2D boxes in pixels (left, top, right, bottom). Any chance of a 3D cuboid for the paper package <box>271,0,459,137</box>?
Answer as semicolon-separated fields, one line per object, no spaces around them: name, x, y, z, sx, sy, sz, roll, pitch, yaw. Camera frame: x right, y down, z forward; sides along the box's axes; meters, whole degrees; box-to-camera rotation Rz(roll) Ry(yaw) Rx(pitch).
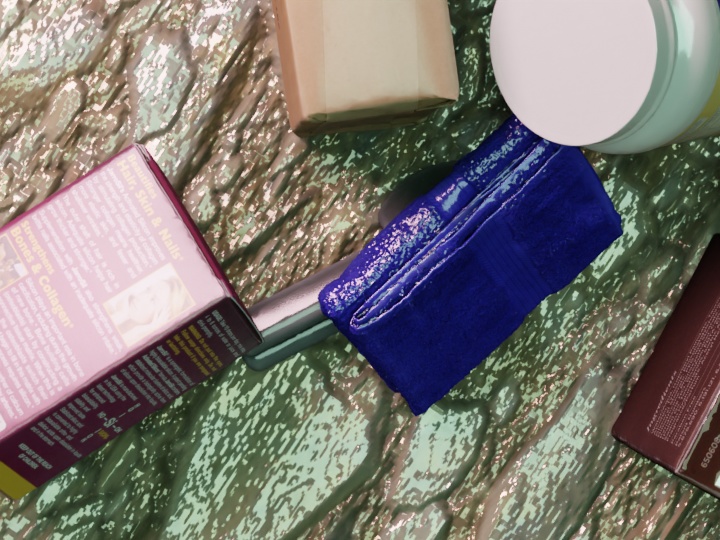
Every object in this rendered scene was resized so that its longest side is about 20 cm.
paper package;-0.006;-0.192;1.276;0.103;0.191;0.201;-8;92;-4

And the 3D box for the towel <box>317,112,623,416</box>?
towel;0.080;-0.002;1.327;0.200;0.050;0.148;-42;134;-1

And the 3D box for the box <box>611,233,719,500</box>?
box;0.288;0.084;1.306;0.165;0.200;0.165;27;90;-5

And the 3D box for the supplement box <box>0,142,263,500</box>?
supplement box;-0.185;0.034;1.296;0.200;0.103;0.131;-32;67;-2

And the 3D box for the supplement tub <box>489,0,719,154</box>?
supplement tub;0.189;-0.151;1.272;0.145;0.200;0.146;10;105;39

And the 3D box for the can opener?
can opener;0.000;0.000;1.362;0.200;0.053;0.067;-31;60;-4
